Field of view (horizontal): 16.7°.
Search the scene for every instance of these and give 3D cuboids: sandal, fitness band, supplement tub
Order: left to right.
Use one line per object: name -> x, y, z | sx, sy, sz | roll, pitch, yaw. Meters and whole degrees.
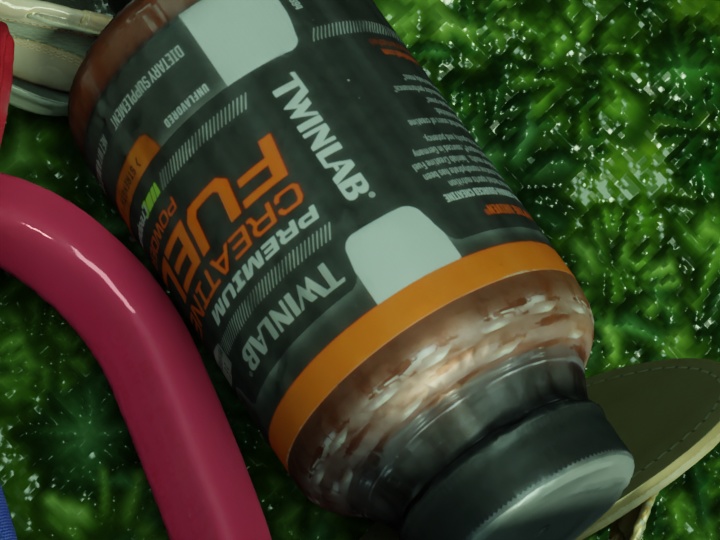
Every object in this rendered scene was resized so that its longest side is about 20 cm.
fitness band -> -0.097, 0.060, 0.715 | 0.143, 0.037, 0.200 | 2, 58, -45
supplement tub -> 0.000, 0.000, 0.749 | 0.107, 0.107, 0.200 | -28, 66, -16
sandal -> 0.039, 0.108, 0.793 | 0.211, 0.078, 0.070 | -30, 117, -10

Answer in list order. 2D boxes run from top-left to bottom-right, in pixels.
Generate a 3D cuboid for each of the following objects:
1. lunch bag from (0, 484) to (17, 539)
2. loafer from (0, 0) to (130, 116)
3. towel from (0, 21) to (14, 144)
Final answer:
lunch bag -> -0.189, 0.054, 0.724 | 0.150, 0.094, 0.200 | 1, 66, -34
loafer -> -0.149, -0.112, 0.757 | 0.200, 0.063, 0.072 | 24, 61, -30
towel -> -0.201, -0.031, 0.686 | 0.199, 0.023, 0.145 | 4, 52, -6
